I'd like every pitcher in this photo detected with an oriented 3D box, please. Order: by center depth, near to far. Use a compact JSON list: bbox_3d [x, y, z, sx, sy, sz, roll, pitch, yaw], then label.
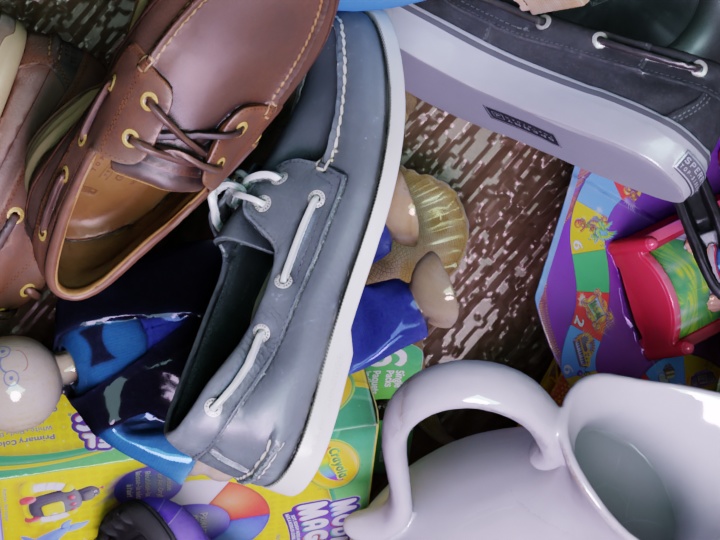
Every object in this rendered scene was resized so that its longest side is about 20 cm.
[{"bbox_3d":[0.054,0.107,1.182,0.171,0.121,0.200,25,141,-21],"label":"pitcher"}]

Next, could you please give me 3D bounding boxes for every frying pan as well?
[{"bbox_3d":[0.108,-0.081,1.210,0.115,0.031,0.190,1,72,14],"label":"frying pan"}]

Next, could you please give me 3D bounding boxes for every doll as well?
[{"bbox_3d":[-0.067,0.019,1.175,0.200,0.048,0.137,-20,74,-11],"label":"doll"}]

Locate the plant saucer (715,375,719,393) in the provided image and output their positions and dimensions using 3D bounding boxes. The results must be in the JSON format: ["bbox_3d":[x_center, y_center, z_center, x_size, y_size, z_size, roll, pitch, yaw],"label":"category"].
[{"bbox_3d":[0.219,0.047,1.252,0.200,0.031,0.200,-31,131,-42],"label":"plant saucer"}]

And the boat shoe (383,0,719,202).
[{"bbox_3d":[0.063,-0.091,1.182,0.200,0.069,0.057,26,79,20],"label":"boat shoe"}]

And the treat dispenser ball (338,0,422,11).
[{"bbox_3d":[-0.004,-0.203,1.114,0.201,0.201,0.201,-3,105,-11],"label":"treat dispenser ball"}]

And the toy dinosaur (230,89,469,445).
[{"bbox_3d":[0.000,0.000,1.246,0.101,0.058,0.200,-10,107,-10],"label":"toy dinosaur"}]

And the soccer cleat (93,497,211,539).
[{"bbox_3d":[-0.067,0.143,1.224,0.073,0.068,0.200,-27,152,-15],"label":"soccer cleat"}]

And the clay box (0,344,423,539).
[{"bbox_3d":[-0.069,0.088,1.230,0.200,0.048,0.115,-7,147,-8],"label":"clay box"}]

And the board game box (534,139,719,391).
[{"bbox_3d":[0.162,-0.011,1.235,0.158,0.039,0.200,28,70,-28],"label":"board game box"}]

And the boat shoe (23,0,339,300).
[{"bbox_3d":[-0.067,-0.059,1.088,0.072,0.068,0.200,22,134,-24],"label":"boat shoe"}]

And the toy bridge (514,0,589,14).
[{"bbox_3d":[0.109,-0.185,1.188,0.027,0.067,0.200,47,59,-27],"label":"toy bridge"}]

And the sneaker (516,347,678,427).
[{"bbox_3d":[0.101,0.067,1.280,0.077,0.073,0.200,8,99,1],"label":"sneaker"}]

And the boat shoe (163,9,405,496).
[{"bbox_3d":[-0.030,-0.015,1.121,0.062,0.073,0.200,15,78,-19],"label":"boat shoe"}]

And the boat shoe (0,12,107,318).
[{"bbox_3d":[-0.161,-0.006,1.197,0.067,0.072,0.200,19,98,-15],"label":"boat shoe"}]
